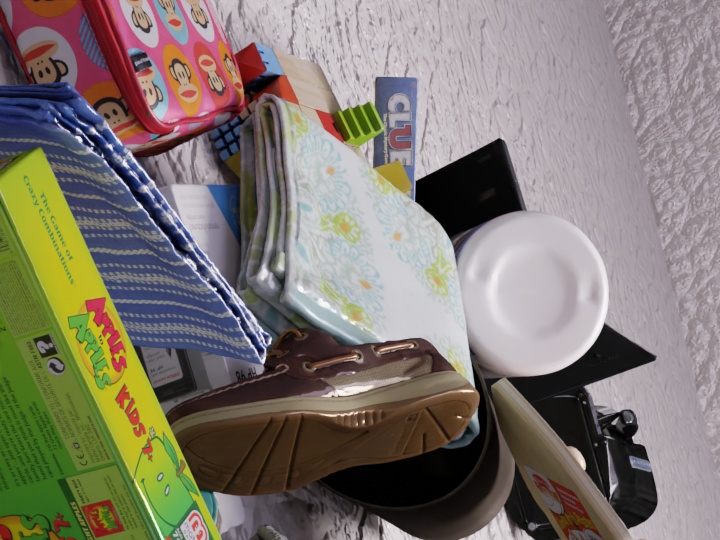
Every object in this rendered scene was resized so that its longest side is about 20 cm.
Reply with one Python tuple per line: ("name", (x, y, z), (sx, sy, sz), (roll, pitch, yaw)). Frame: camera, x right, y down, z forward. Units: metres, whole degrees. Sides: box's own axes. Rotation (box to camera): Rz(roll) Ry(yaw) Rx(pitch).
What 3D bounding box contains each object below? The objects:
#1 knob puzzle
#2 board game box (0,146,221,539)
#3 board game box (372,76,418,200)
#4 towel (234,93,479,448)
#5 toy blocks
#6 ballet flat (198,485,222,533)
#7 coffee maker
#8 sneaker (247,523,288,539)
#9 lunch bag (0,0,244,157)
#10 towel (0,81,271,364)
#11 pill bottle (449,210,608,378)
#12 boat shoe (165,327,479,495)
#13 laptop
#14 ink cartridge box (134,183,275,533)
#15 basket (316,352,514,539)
("knob puzzle", (0.148, 0.152, 1.192), (0.220, 0.030, 0.220), (57, -7, 11))
("board game box", (-0.149, 0.057, 0.815), (0.201, 0.101, 0.048), (67, 25, -15))
("board game box", (0.026, -0.052, 1.462), (0.136, 0.034, 0.202), (-78, 170, -85))
("towel", (0.000, 0.000, 1.147), (0.200, 0.048, 0.172), (38, 35, -35))
("toy blocks", (-0.051, -0.086, 1.342), (0.136, 0.100, 0.201), (10, 52, -62))
("ballet flat", (-0.108, 0.159, 0.926), (0.200, 0.067, 0.064), (-101, -153, -75))
("coffee maker", (0.215, 0.221, 1.843), (0.200, 0.134, 0.194), (27, 70, -66))
("sneaker", (-0.066, 0.203, 1.045), (0.088, 0.077, 0.200), (40, 18, 4))
("lunch bag", (-0.150, -0.158, 1.105), (0.177, 0.081, 0.200), (67, 15, -2))
("towel", (-0.143, -0.018, 0.876), (0.200, 0.144, 0.024), (55, 48, -44))
("pill bottle", (0.102, 0.022, 1.345), (0.200, 0.113, 0.115), (154, -82, -80))
("boat shoe", (-0.029, 0.070, 1.023), (0.199, 0.072, 0.072), (-9, 51, -32))
("laptop", (0.118, 0.012, 1.545), (0.115, 0.187, 0.202), (-9, 78, -44))
("ink cartridge box", (-0.089, 0.053, 1.087), (0.116, 0.066, 0.202), (-8, 81, -73))
("basket", (0.037, 0.118, 1.312), (0.180, 0.136, 0.200), (40, -5, 27))
